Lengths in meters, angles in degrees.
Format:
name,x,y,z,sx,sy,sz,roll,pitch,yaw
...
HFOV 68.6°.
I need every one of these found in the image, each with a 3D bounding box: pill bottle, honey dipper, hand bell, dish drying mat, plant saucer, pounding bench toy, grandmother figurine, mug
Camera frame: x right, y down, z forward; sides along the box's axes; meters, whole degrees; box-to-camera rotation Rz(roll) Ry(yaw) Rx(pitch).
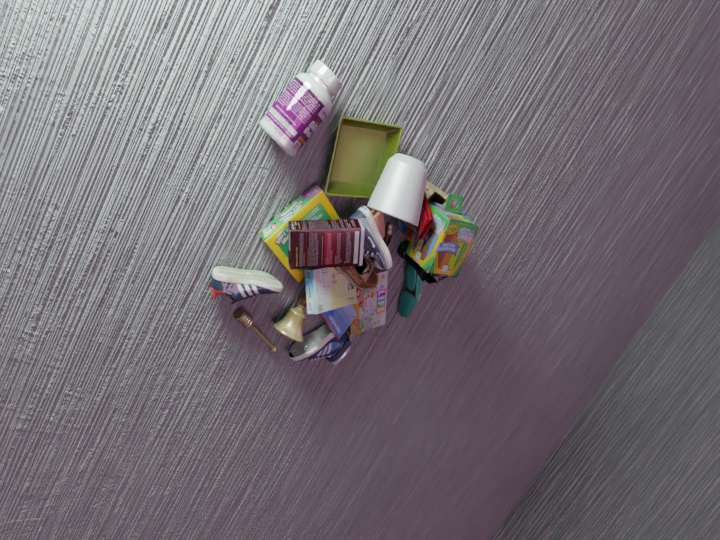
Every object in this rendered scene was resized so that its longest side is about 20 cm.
name,x,y,z,sx,sy,sz,roll,pitch,yaw
pill bottle,-0.134,-0.375,1.217,0.201,0.112,0.112,-49,132,4
honey dipper,-0.290,0.178,1.511,0.038,0.038,0.202,-39,134,-4
hand bell,-0.164,0.090,1.521,0.103,0.103,0.206,27,89,-40
dish drying mat,0.158,-0.178,1.446,0.018,0.204,0.078,9,133,-19
plant saucer,0.000,-0.298,1.394,0.193,0.048,0.207,-1,119,-32
pounding bench toy,0.214,-0.130,1.585,0.156,0.124,0.200,-44,132,0
grandmother figurine,0.048,-0.093,1.547,0.117,0.061,0.206,-19,124,-11
mug,0.101,-0.221,1.401,0.145,0.186,0.159,16,97,-25

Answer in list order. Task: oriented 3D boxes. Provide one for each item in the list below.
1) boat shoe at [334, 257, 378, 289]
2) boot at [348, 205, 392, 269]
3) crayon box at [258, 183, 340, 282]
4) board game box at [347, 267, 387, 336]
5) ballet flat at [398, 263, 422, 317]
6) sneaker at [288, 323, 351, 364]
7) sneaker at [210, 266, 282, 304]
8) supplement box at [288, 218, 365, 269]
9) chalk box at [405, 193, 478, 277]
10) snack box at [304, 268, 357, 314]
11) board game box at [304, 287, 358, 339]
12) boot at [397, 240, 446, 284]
name,x,y,z,sx,sy,sz,roll,pitch,yaw
boat shoe,0.000,0.000,1.506,0.198,0.070,0.079,30,61,-51
boot,0.015,-0.070,1.465,0.089,0.072,0.204,-36,118,-18
crayon box,-0.146,-0.098,1.417,0.199,0.058,0.174,-41,130,-5
board game box,0.019,0.096,1.659,0.130,0.034,0.207,-16,125,-24
ballet flat,0.175,0.061,1.721,0.069,0.067,0.207,-18,129,-39
sneaker,-0.116,0.258,1.640,0.197,0.080,0.150,-33,127,-18
sneaker,-0.304,0.049,1.399,0.193,0.075,0.087,12,111,-26
supplement box,-0.089,-0.069,1.360,0.191,0.061,0.113,-3,120,-13
chalk box,0.230,-0.105,1.443,0.121,0.124,0.206,7,115,-34
snack box,-0.079,0.046,1.483,0.197,0.036,0.122,-11,98,-56
board game box,-0.082,0.093,1.546,0.104,0.019,0.203,-50,128,-29
boot,0.229,-0.033,1.625,0.193,0.169,0.079,-8,126,-28
